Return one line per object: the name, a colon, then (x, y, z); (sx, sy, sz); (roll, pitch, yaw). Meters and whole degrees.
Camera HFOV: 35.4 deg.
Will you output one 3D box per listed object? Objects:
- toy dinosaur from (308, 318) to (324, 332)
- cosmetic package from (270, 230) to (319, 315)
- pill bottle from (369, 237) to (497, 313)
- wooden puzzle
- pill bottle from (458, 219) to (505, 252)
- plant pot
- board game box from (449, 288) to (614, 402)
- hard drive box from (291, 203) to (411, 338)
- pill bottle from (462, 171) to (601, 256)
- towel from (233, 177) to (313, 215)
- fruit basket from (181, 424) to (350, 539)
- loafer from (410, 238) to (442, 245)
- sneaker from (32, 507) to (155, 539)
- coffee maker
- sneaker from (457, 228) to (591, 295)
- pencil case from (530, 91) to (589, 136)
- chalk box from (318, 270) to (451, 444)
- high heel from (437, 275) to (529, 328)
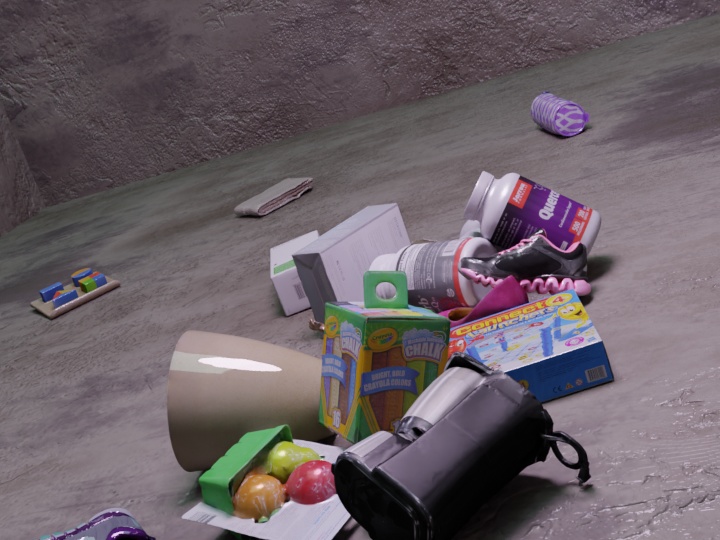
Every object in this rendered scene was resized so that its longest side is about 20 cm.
toy dinosaur: (0.016, 0.101, 1.686); (0.134, 0.087, 0.199); (-22, 21, -32)
cosmetic package: (-0.109, 0.003, 2.119); (0.106, 0.086, 0.200); (-22, 18, 0)
pill bottle: (0.116, 0.014, 1.772); (0.198, 0.117, 0.116); (-6, 21, 40)
wooden puzzle: (-0.694, 0.047, 2.716); (0.184, 0.047, 0.199); (-29, 19, -26)
pill bottle: (0.233, -0.057, 1.866); (0.111, 0.114, 0.200); (-6, 22, 38)
plant pot: (-0.133, 0.172, 1.500); (0.197, 0.190, 0.188); (-2, 20, 12)
board game box: (0.210, 0.109, 1.470); (0.197, 0.057, 0.196); (-19, 17, 5)
hard drive box: (0.000, 0.000, 1.880); (0.076, 0.158, 0.199); (-2, 23, 47)
pill bottle: (0.263, -0.076, 1.736); (0.198, 0.114, 0.113); (25, 26, 5)
towel: (-0.224, -0.191, 2.945); (0.199, 0.035, 0.132); (-31, 19, -30)
fruit basket: (-0.080, 0.261, 1.321); (0.197, 0.095, 0.185); (9, 30, 28)
loafer: (0.117, -0.028, 1.972); (0.069, 0.076, 0.199); (-33, 21, -27)
sneaker: (-0.342, 0.349, 1.332); (0.199, 0.075, 0.087); (-29, 24, -31)
coffee maker: (0.100, 0.201, 1.161); (0.191, 0.136, 0.199); (11, 38, 44)
sneaker: (0.241, -0.015, 1.646); (0.197, 0.097, 0.079); (5, 1, -3)
pencil case: (0.460, -0.362, 2.622); (0.084, 0.085, 0.200); (2, 16, -8)
chalk box: (0.030, 0.103, 1.395); (0.123, 0.203, 0.123); (1, 7, -26)
high heel: (0.165, 0.050, 1.636); (0.067, 0.097, 0.199); (-30, 19, -31)
